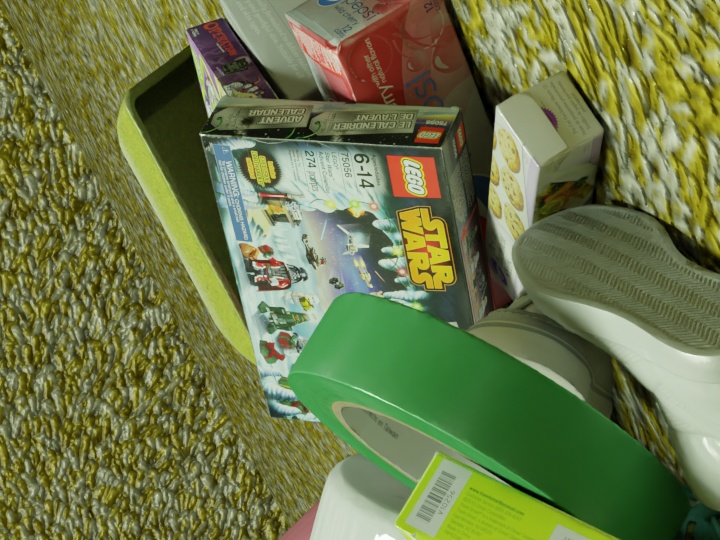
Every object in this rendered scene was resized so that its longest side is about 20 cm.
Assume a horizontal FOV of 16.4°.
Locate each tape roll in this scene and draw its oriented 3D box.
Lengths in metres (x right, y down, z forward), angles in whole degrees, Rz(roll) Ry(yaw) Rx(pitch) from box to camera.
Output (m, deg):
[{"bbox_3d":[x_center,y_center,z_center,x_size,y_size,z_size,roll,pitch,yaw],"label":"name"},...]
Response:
[{"bbox_3d":[0.061,0.084,1.206,0.200,0.048,0.200,31,168,7],"label":"tape roll"}]

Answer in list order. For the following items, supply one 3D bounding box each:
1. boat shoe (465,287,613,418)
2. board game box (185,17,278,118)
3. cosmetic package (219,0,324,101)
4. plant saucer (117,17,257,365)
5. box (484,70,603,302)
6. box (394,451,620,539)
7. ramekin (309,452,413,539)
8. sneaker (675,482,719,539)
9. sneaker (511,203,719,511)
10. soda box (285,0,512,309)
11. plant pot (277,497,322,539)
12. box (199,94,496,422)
[{"bbox_3d":[0.097,0.036,1.274,0.072,0.069,0.200,7,171,22],"label":"boat shoe"},{"bbox_3d":[-0.052,-0.033,1.448,0.120,0.032,0.201,50,158,51],"label":"board game box"},{"bbox_3d":[-0.009,-0.089,1.480,0.107,0.090,0.200,56,173,37],"label":"cosmetic package"},{"bbox_3d":[-0.072,-0.056,1.617,0.048,0.200,0.200,-18,106,35],"label":"plant saucer"},{"bbox_3d":[0.091,-0.037,1.265,0.042,0.039,0.200,59,170,18],"label":"box"},{"bbox_3d":[0.103,0.164,1.186,0.122,0.048,0.200,24,165,30],"label":"box"},{"bbox_3d":[0.062,0.169,1.381,0.200,0.199,0.098,-142,61,-65],"label":"ramekin"},{"bbox_3d":[0.189,0.136,1.233,0.200,0.077,0.080,28,133,59],"label":"sneaker"},{"bbox_3d":[0.141,0.047,1.162,0.200,0.073,0.116,41,157,60],"label":"sneaker"},{"bbox_3d":[0.034,-0.067,1.368,0.063,0.070,0.201,43,161,55],"label":"soda box"},{"bbox_3d":[0.032,0.210,1.705,0.200,0.179,0.200,55,-170,-15],"label":"plant pot"},{"bbox_3d":[0.000,0.000,1.351,0.040,0.136,0.201,-64,-30,-46],"label":"box"}]
